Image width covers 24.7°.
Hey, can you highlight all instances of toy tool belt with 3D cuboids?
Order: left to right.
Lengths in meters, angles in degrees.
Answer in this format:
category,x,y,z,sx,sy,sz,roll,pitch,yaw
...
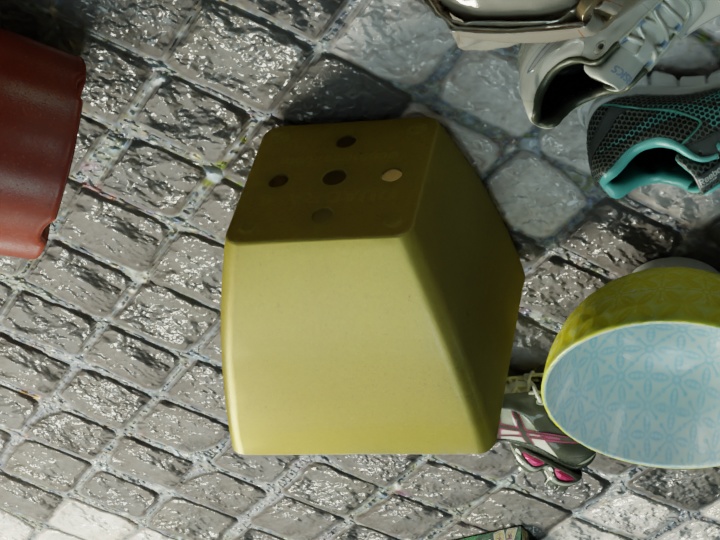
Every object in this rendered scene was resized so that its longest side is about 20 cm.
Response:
category,x,y,z,sx,sy,sz,roll,pitch,yaw
toy tool belt,0.119,-0.204,0.946,0.199,0.126,0.123,-13,146,27

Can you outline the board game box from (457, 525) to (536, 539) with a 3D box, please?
category,x,y,z,sx,sy,sz,roll,pitch,yaw
board game box,0.109,0.316,1.713,0.199,0.024,0.105,-18,137,32

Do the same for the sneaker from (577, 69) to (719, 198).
category,x,y,z,sx,sy,sz,roll,pitch,yaw
sneaker,0.241,-0.088,1.092,0.199,0.092,0.078,-7,141,22

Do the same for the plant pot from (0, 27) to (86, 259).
category,x,y,z,sx,sy,sz,roll,pitch,yaw
plant pot,-0.302,-0.101,1.141,0.194,0.202,0.201,13,144,-18

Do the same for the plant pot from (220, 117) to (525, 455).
category,x,y,z,sx,sy,sz,roll,pitch,yaw
plant pot,0.000,0.000,1.199,0.199,0.201,0.177,-2,130,16

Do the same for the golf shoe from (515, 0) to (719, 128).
category,x,y,z,sx,sy,sz,roll,pitch,yaw
golf shoe,0.180,-0.151,1.022,0.078,0.098,0.200,34,136,-26

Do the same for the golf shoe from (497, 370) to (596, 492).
category,x,y,z,sx,sy,sz,roll,pitch,yaw
golf shoe,0.121,0.114,1.420,0.199,0.077,0.088,22,122,-18

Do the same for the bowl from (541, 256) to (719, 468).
category,x,y,z,sx,sy,sz,roll,pitch,yaw
bowl,0.241,0.056,1.266,0.199,0.108,0.201,6,143,5
